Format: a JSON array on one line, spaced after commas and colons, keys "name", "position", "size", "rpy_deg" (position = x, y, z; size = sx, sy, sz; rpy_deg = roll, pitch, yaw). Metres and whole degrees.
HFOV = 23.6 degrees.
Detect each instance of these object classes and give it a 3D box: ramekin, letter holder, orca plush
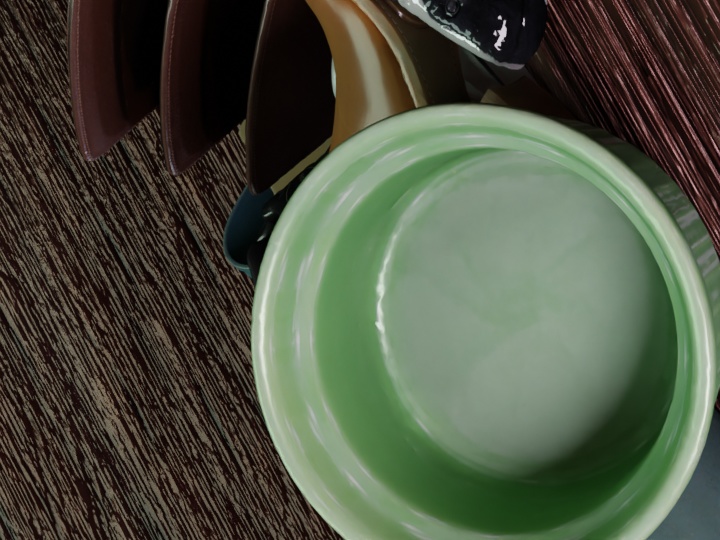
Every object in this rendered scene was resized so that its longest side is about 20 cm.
[{"name": "ramekin", "position": [0.062, 0.027, 0.734], "size": [0.201, 0.199, 0.098], "rpy_deg": [61, -155, 4]}, {"name": "letter holder", "position": [-0.083, -0.127, 0.970], "size": [0.100, 0.142, 0.201], "rpy_deg": [38, 151, 16]}, {"name": "orca plush", "position": [0.044, -0.171, 0.815], "size": [0.104, 0.072, 0.201], "rpy_deg": [16, -154, -15]}]

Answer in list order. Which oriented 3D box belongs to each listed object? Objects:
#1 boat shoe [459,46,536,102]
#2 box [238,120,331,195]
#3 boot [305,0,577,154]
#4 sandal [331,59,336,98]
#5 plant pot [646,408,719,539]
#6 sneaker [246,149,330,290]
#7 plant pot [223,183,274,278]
[{"name": "boat shoe", "position": [0.079, -0.061, 0.917], "size": [0.201, 0.065, 0.072], "rpy_deg": [60, 177, 43]}, {"name": "box", "position": [-0.037, -0.147, 1.458], "size": [0.021, 0.164, 0.200], "rpy_deg": [27, -165, -27]}, {"name": "boot", "position": [0.004, -0.061, 0.848], "size": [0.200, 0.156, 0.076], "rpy_deg": [43, -150, 16]}, {"name": "sandal", "position": [0.020, -0.120, 1.032], "size": [0.049, 0.083, 0.202], "rpy_deg": [16, 177, 21]}, {"name": "plant pot", "position": [0.131, 0.144, 0.850], "size": [0.196, 0.199, 0.201], "rpy_deg": [49, 170, 42]}, {"name": "sneaker", "position": [0.000, 0.000, 1.053], "size": [0.200, 0.114, 0.077], "rpy_deg": [48, -167, -55]}, {"name": "plant pot", "position": [0.016, -0.018, 1.490], "size": [0.188, 0.200, 0.200], "rpy_deg": [46, -175, -26]}]
